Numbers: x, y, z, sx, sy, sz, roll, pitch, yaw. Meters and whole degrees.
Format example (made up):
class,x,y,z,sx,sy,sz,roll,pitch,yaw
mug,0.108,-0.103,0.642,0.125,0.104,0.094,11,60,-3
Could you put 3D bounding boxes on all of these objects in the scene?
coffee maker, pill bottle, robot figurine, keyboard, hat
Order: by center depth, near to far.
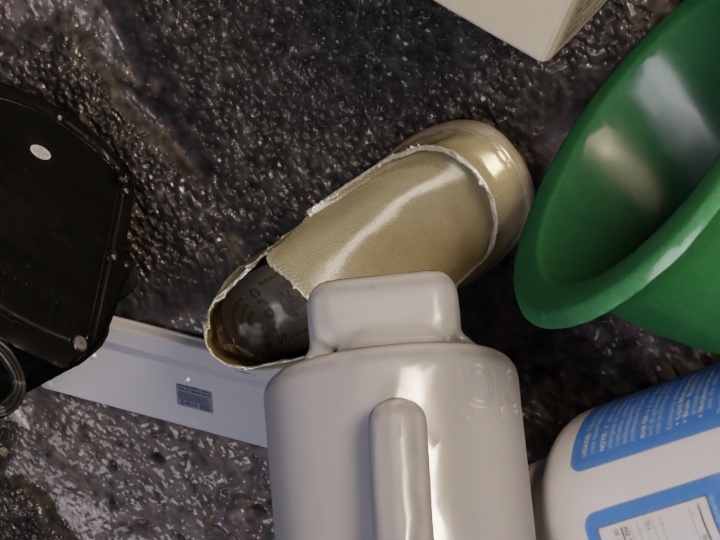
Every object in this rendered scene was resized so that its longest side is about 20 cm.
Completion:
class,x,y,z,sx,sy,sz,roll,pitch,yaw
hat,0.176,0.005,0.885,0.176,0.201,0.165,35,156,-17
robot figurine,0.018,0.104,0.945,0.112,0.170,0.201,-6,78,4
pill bottle,0.151,0.102,0.964,0.199,0.112,0.113,-23,103,37
coffee maker,-0.226,0.026,1.090,0.135,0.192,0.200,48,130,-12
keyboard,-0.087,0.059,1.146,0.199,0.011,0.057,13,127,24

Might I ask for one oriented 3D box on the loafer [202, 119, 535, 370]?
class,x,y,z,sx,sy,sz,roll,pitch,yaw
loafer,0.000,0.000,1.023,0.200,0.068,0.076,-35,95,38

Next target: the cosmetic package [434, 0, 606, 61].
class,x,y,z,sx,sy,sz,roll,pitch,yaw
cosmetic package,0.088,-0.196,0.843,0.087,0.103,0.201,31,126,10
